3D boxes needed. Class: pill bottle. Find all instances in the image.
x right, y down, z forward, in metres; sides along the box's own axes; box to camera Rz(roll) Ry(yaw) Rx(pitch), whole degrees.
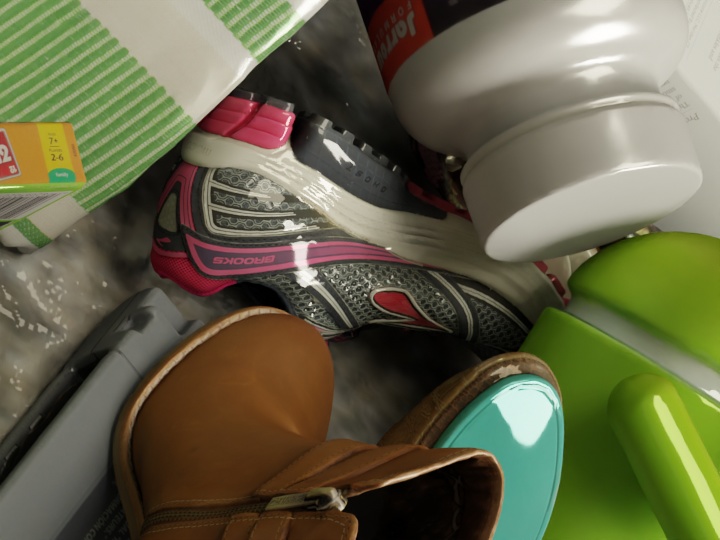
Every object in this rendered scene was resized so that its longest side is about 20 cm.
[{"bbox_3d":[0.052,-0.110,1.045,0.111,0.111,0.200,1,64,-46],"label":"pill bottle"}]

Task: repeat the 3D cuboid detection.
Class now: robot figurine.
[{"bbox_3d":[0.097,0.073,1.055,0.116,0.175,0.200,32,88,6],"label":"robot figurine"}]

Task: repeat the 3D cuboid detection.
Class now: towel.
[{"bbox_3d":[-0.088,-0.117,0.966,0.200,0.023,0.153,-44,113,0],"label":"towel"}]

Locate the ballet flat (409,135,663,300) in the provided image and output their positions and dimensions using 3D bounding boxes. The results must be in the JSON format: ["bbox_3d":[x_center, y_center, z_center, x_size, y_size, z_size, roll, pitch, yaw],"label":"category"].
[{"bbox_3d":[0.092,0.003,1.158,0.200,0.069,0.071,44,25,-20],"label":"ballet flat"}]

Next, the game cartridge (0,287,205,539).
[{"bbox_3d":[-0.080,0.114,0.962,0.133,0.041,0.200,56,43,-19],"label":"game cartridge"}]

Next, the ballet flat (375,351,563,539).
[{"bbox_3d":[0.019,0.108,0.989,0.068,0.072,0.200,-4,116,-25],"label":"ballet flat"}]

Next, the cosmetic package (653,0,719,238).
[{"bbox_3d":[0.145,-0.039,1.207,0.200,0.113,0.081,47,46,-24],"label":"cosmetic package"}]

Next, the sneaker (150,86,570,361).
[{"bbox_3d":[0.000,0.000,1.074,0.200,0.081,0.075,29,85,-39],"label":"sneaker"}]

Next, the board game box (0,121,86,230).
[{"bbox_3d":[-0.187,-0.018,0.860,0.200,0.095,0.030,-7,78,-48],"label":"board game box"}]

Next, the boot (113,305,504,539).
[{"bbox_3d":[-0.020,0.068,0.902,0.077,0.155,0.200,54,43,-15],"label":"boot"}]
